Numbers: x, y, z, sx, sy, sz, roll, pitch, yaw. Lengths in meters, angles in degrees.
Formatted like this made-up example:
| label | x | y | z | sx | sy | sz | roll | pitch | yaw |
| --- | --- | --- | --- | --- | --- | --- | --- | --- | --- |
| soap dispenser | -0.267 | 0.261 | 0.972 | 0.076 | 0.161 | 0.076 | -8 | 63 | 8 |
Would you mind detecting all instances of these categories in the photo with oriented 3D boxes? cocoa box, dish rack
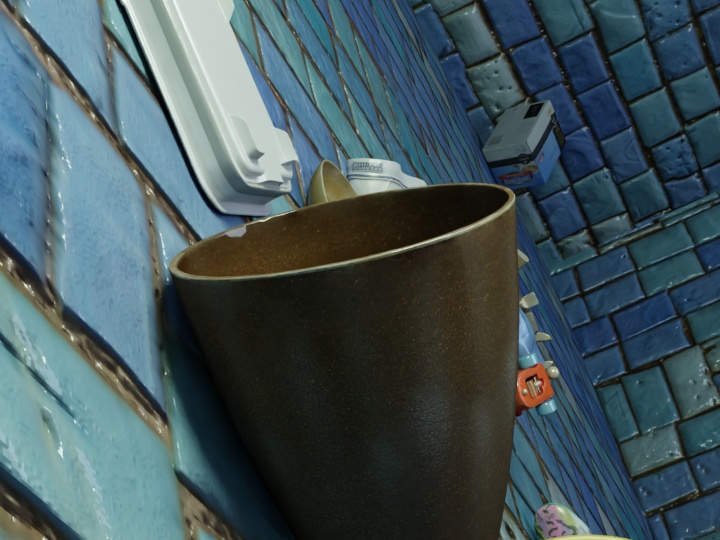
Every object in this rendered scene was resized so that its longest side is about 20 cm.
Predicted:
| label | x | y | z | sx | sy | sz | roll | pitch | yaw |
| --- | --- | --- | --- | --- | --- | --- | --- | --- | --- |
| cocoa box | 0.414 | -0.312 | 3.523 | 0.132 | 0.133 | 0.200 | 62 | 38 | -27 |
| dish rack | -0.102 | -0.137 | 0.972 | 0.172 | 0.043 | 0.201 | -5 | 73 | -80 |

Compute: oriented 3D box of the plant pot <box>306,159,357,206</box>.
| label | x | y | z | sx | sy | sz | roll | pitch | yaw |
| --- | --- | --- | --- | --- | --- | --- | --- | --- | --- |
| plant pot | 0.000 | 0.000 | 1.221 | 0.200 | 0.027 | 0.201 | -23 | 90 | -80 |

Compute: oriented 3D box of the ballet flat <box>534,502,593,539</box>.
| label | x | y | z | sx | sy | sz | roll | pitch | yaw |
| --- | --- | --- | --- | --- | --- | --- | --- | --- | --- |
| ballet flat | 0.254 | 0.361 | 1.614 | 0.201 | 0.069 | 0.071 | 62 | 30 | -21 |

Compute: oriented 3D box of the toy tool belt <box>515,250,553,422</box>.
| label | x | y | z | sx | sy | sz | roll | pitch | yaw |
| --- | --- | --- | --- | --- | --- | --- | --- | --- | --- |
| toy tool belt | 0.171 | 0.081 | 1.630 | 0.201 | 0.122 | 0.125 | 64 | 11 | -10 |

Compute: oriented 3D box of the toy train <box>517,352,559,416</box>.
| label | x | y | z | sx | sy | sz | roll | pitch | yaw |
| --- | --- | --- | --- | --- | --- | --- | --- | --- | --- |
| toy train | 0.137 | 0.083 | 1.542 | 0.150 | 0.055 | 0.201 | -28 | 95 | -49 |

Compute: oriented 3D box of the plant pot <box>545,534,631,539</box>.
| label | x | y | z | sx | sy | sz | roll | pitch | yaw |
| --- | --- | --- | --- | --- | --- | --- | --- | --- | --- |
| plant pot | 0.149 | 0.301 | 0.888 | 0.189 | 0.200 | 0.201 | 78 | -2 | -47 |

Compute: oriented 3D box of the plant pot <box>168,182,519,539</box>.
| label | x | y | z | sx | sy | sz | roll | pitch | yaw |
| --- | --- | --- | --- | --- | --- | --- | --- | --- | --- |
| plant pot | 0.009 | 0.072 | 0.760 | 0.187 | 0.186 | 0.201 | -70 | 149 | -75 |

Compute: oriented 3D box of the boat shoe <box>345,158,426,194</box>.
| label | x | y | z | sx | sy | sz | roll | pitch | yaw |
| --- | --- | --- | --- | --- | --- | --- | --- | --- | --- |
| boat shoe | 0.025 | -0.064 | 1.417 | 0.200 | 0.070 | 0.070 | 28 | 66 | -80 |
